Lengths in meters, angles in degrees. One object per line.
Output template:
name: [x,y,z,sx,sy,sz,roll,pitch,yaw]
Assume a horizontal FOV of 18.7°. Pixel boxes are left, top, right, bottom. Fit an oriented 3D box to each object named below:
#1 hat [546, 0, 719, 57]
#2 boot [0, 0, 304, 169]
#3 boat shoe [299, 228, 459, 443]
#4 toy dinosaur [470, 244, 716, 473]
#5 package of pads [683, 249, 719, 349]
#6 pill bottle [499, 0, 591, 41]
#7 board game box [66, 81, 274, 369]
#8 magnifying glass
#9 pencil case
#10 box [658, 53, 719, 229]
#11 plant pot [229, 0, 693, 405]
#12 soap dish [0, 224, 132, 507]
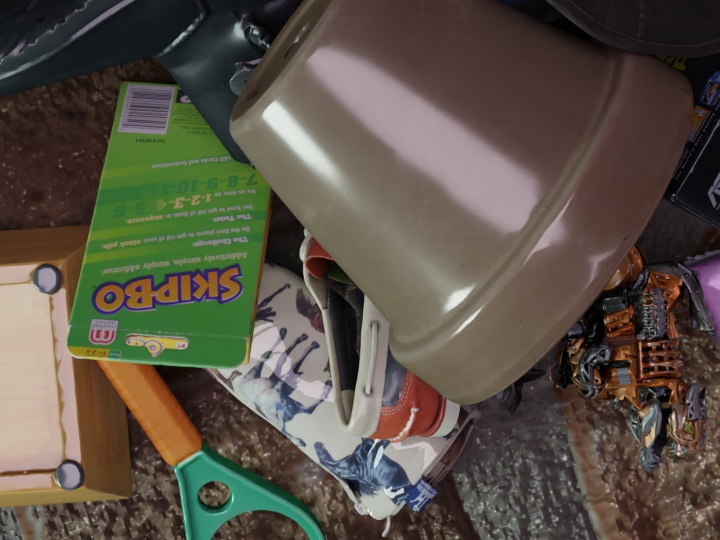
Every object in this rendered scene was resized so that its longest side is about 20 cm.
hat: [0.114,-0.188,1.070,0.199,0.081,0.203,6,80,-34]
boot: [-0.101,-0.107,1.145,0.199,0.077,0.168,-27,134,12]
boat shoe: [0.000,0.000,1.187,0.062,0.071,0.201,0,62,-26]
toy dinosaur: [0.119,0.019,1.201,0.135,0.102,0.201,-28,54,15]
package of pads: [0.273,0.054,1.210,0.120,0.076,0.201,-31,92,8]
pill bottle: [0.064,-0.188,1.162,0.111,0.112,0.201,-15,114,4]
board game box: [-0.097,-0.023,1.183,0.095,0.201,0.030,4,137,3]
magnifying glass: [-0.087,0.120,1.237,0.079,0.022,0.201,-32,106,4]
pencil case: [-0.034,0.058,1.226,0.199,0.078,0.090,37,79,0]
box: [0.196,-0.133,1.156,0.044,0.160,0.201,27,97,-23]
plant pot: [0.037,-0.065,1.068,0.174,0.200,0.201,36,96,-12]
soap dish: [-0.235,0.060,1.235,0.198,0.081,0.159,-4,94,2]
